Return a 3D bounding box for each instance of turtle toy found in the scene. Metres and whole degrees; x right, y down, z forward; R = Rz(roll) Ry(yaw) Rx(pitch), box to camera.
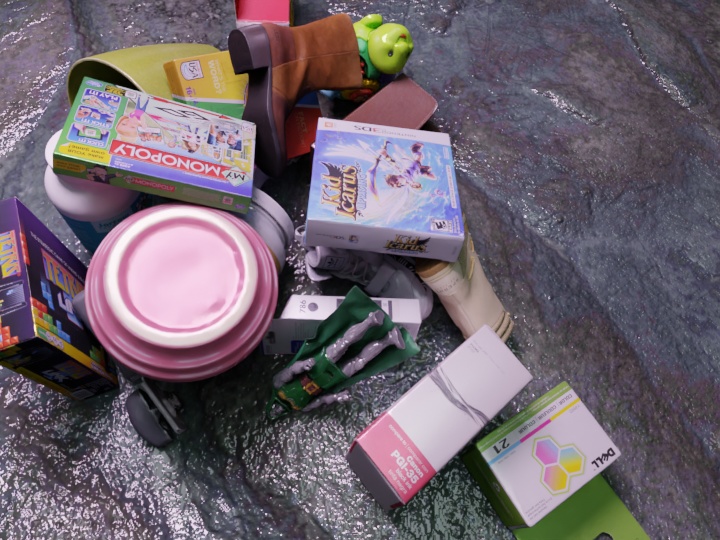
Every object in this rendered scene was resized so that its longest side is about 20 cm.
[{"bbox_3d":[0.003,-0.325,0.865,0.144,0.199,0.102,-11,85,-35],"label":"turtle toy"}]

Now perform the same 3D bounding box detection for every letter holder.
[{"bbox_3d":[0.041,-0.169,0.831,0.142,0.101,0.200,42,67,13],"label":"letter holder"}]

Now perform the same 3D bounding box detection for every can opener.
[{"bbox_3d":[-0.273,0.116,0.648,0.067,0.053,0.201,-35,98,-8],"label":"can opener"}]

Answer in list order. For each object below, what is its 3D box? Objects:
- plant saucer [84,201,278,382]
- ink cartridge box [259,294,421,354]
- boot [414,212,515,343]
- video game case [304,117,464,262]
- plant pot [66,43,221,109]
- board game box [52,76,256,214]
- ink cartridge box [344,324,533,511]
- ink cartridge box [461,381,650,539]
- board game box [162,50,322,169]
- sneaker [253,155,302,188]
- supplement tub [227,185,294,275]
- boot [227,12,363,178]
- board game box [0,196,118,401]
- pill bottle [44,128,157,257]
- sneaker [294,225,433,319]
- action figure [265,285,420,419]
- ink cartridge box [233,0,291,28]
[{"bbox_3d":[-0.184,0.012,0.586,0.198,0.051,0.203,5,66,-12],"label":"plant saucer"},{"bbox_3d":[-0.029,0.072,0.704,0.197,0.100,0.040,2,56,-6],"label":"ink cartridge box"},{"bbox_3d":[0.145,0.014,0.759,0.072,0.200,0.156,-31,104,22],"label":"boot"},{"bbox_3d":[0.028,-0.106,0.691,0.179,0.046,0.202,5,47,-5],"label":"video game case"},{"bbox_3d":[-0.274,-0.247,0.811,0.186,0.188,0.200,30,48,10],"label":"plant pot"},{"bbox_3d":[-0.219,-0.140,0.627,0.198,0.029,0.136,11,47,-20],"label":"board game box"},{"bbox_3d":[0.085,0.171,0.639,0.199,0.147,0.083,-36,73,-20],"label":"ink cartridge box"},{"bbox_3d":[0.238,0.258,0.650,0.147,0.076,0.201,-28,68,-17],"label":"ink cartridge box"},{"bbox_3d":[-0.146,-0.219,0.758,0.199,0.155,0.040,-27,23,-34],"label":"board game box"},{"bbox_3d":[-0.128,-0.188,0.842,0.086,0.075,0.202,24,66,-7],"label":"sneaker"},{"bbox_3d":[-0.182,0.001,0.699,0.143,0.145,0.201,25,64,7],"label":"supplement tub"},{"bbox_3d":[-0.075,-0.240,0.759,0.199,0.068,0.191,-28,112,-42],"label":"boot"},{"bbox_3d":[-0.351,0.042,0.632,0.056,0.201,0.167,-18,67,-9],"label":"board game box"},{"bbox_3d":[-0.318,-0.088,0.700,0.109,0.201,0.112,2,64,-4],"label":"pill bottle"},{"bbox_3d":[0.000,0.000,0.734,0.114,0.075,0.200,-19,60,-48],"label":"sneaker"},{"bbox_3d":[-0.040,0.119,0.663,0.118,0.199,0.055,45,21,-18],"label":"action figure"},{"bbox_3d":[-0.150,-0.432,0.900,0.083,0.176,0.202,0,64,-5],"label":"ink cartridge box"}]
